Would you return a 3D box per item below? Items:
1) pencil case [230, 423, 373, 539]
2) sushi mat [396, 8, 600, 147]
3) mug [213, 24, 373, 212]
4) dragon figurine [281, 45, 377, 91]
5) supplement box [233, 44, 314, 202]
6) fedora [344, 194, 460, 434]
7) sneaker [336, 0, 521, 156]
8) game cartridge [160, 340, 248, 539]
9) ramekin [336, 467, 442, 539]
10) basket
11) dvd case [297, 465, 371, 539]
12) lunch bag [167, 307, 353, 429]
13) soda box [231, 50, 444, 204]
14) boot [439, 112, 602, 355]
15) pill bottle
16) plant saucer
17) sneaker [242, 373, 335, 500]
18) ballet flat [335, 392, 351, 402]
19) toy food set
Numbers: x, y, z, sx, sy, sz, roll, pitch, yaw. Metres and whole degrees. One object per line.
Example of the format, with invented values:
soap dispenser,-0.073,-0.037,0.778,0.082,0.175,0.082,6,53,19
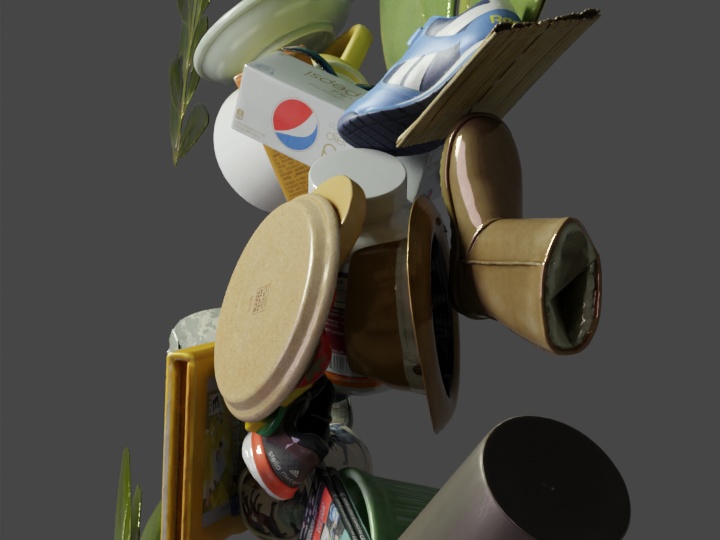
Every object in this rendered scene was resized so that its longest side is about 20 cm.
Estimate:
pencil case,-0.050,0.196,1.679,0.090,0.078,0.200,-65,-14,12
sushi mat,0.105,-0.149,1.431,0.200,0.095,0.012,-46,58,59
mug,-0.058,-0.170,1.905,0.153,0.149,0.188,-31,60,59
dragon figurine,-0.009,-0.122,1.730,0.059,0.200,0.100,-17,32,30
supplement box,-0.051,-0.114,1.790,0.201,0.068,0.067,66,-160,-10
fedora,0.031,0.038,1.490,0.201,0.081,0.202,-3,-90,-79
sneaker,0.063,-0.162,1.546,0.199,0.074,0.083,-27,48,33
game cartridge,-0.120,0.150,1.615,0.200,0.032,0.178,-11,-76,-70
ramekin,0.024,0.268,1.512,0.200,0.097,0.201,-172,90,-73
basket,0.092,0.204,1.268,0.200,0.136,0.181,-60,3,40
dvd case,-0.022,0.265,1.458,0.200,0.022,0.147,-122,43,-66
lunch bag,-0.111,0.132,1.890,0.201,0.167,0.140,-102,26,-48
soda box,-0.016,-0.127,1.656,0.064,0.199,0.068,-33,-36,-55
boot,0.124,-0.033,1.385,0.200,0.066,0.176,-166,72,-74
pill bottle,0.000,0.000,1.601,0.113,0.112,0.201,-108,14,-55
plant saucer,-0.083,-0.250,1.978,0.050,0.199,0.200,61,151,14
sneaker,-0.051,0.113,1.564,0.082,0.077,0.200,-35,31,18
ballet flat,-0.003,0.059,1.743,0.073,0.073,0.201,-109,33,-55
toy food set,-0.061,0.030,1.483,0.198,0.048,0.201,-41,38,47
